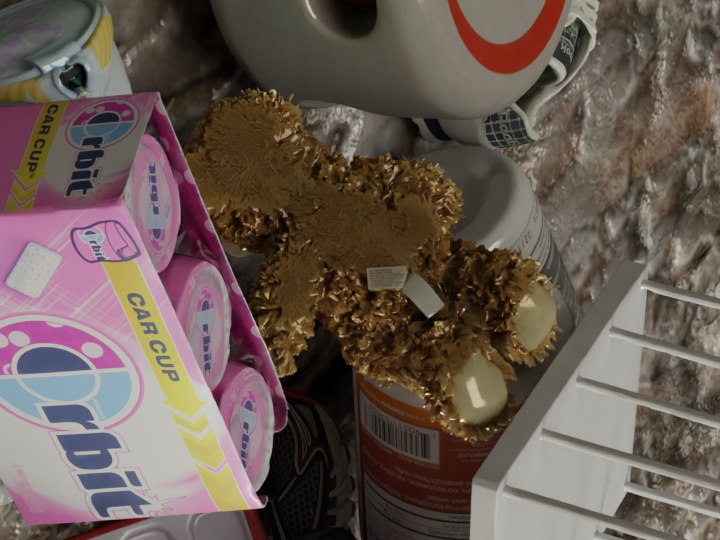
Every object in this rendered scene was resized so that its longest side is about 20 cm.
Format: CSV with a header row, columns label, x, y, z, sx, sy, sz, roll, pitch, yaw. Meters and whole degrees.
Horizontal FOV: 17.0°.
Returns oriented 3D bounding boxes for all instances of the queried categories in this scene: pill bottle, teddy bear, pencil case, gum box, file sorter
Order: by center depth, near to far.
label,x,y,z,sx,sy,sz,roll,pitch,yaw
gum box,-0.112,0.025,1.012,0.066,0.113,0.201,-78,156,-43
pencil case,-0.123,-0.028,1.105,0.083,0.090,0.201,-43,130,-35
teddy bear,0.000,0.000,1.118,0.199,0.067,0.146,20,64,-6
file sorter,0.143,0.115,1.132,0.200,0.124,0.140,-50,148,-51
pill bottle,0.053,0.101,1.225,0.112,0.112,0.201,-38,140,-36
pill bottle,0.070,0.041,1.321,0.113,0.113,0.201,-49,131,-29

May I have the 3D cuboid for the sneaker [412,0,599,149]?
label,x,y,z,sx,sy,sz,roll,pitch,yaw
sneaker,0.103,-0.150,1.337,0.076,0.080,0.201,44,64,-42

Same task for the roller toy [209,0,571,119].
label,x,y,z,sx,sy,sz,roll,pitch,yaw
roller toy,0.011,-0.170,1.183,0.200,0.139,0.183,55,50,-47

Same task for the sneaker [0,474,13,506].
label,x,y,z,sx,sy,sz,roll,pitch,yaw
sneaker,-0.198,0.018,1.037,0.199,0.079,0.130,28,87,-38

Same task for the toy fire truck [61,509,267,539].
label,x,y,z,sx,sy,sz,roll,pitch,yaw
toy fire truck,-0.123,0.206,1.133,0.199,0.112,0.169,-17,82,-14

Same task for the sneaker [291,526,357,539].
label,x,y,z,sx,sy,sz,roll,pitch,yaw
sneaker,0.031,0.194,1.177,0.074,0.085,0.200,-33,121,10

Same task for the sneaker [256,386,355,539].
label,x,y,z,sx,sy,sz,roll,pitch,yaw
sneaker,-0.065,0.155,1.223,0.074,0.080,0.201,24,82,-46
